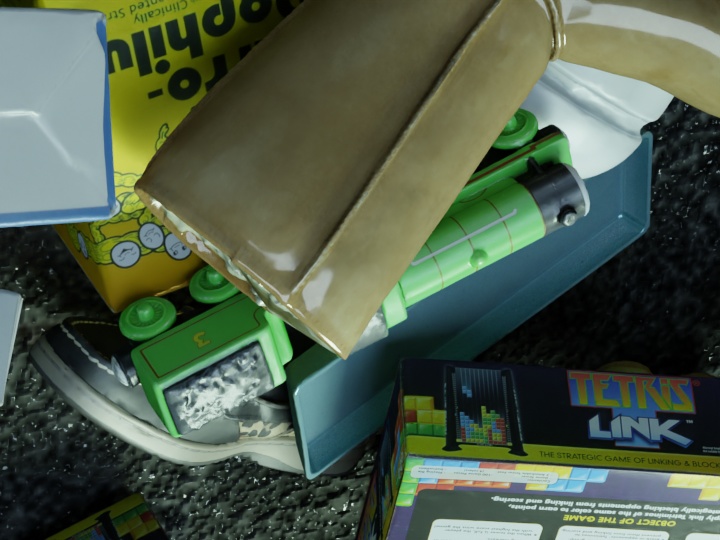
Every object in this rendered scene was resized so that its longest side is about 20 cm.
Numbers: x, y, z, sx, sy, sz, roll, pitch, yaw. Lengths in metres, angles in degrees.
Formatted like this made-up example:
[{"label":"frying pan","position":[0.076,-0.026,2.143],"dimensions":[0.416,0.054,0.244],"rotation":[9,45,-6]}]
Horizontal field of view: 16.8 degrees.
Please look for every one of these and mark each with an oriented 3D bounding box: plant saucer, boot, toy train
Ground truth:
[{"label":"plant saucer","position":[0.047,0.010,1.038],"dimensions":[0.200,0.019,0.070],"rotation":[-35,148,-20]},{"label":"boot","position":[0.044,-0.051,0.887],"dimensions":[0.175,0.066,0.200],"rotation":[39,78,-6]},{"label":"toy train","position":[0.000,0.000,0.920],"dimensions":[0.200,0.056,0.042],"rotation":[-28,131,-12]},{"label":"boot","position":[-0.034,0.008,1.019],"dimensions":[0.200,0.073,0.151],"rotation":[17,112,-49]}]

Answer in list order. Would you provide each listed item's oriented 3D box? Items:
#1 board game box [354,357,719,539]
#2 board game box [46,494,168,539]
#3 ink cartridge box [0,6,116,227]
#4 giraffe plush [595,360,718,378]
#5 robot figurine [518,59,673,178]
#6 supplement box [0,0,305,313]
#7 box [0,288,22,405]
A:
[{"label":"board game box","position":[0.102,0.115,1.061],"dimensions":[0.199,0.057,0.166],"rotation":[5,139,-8]},{"label":"board game box","position":[-0.156,0.216,1.098],"dimensions":[0.200,0.057,0.166],"rotation":[-27,126,-11]},{"label":"ink cartridge box","position":[-0.200,-0.052,0.840],"dimensions":[0.136,0.200,0.077],"rotation":[-5,97,-48]},{"label":"giraffe plush","position":[0.195,0.090,1.164],"dimensions":[0.162,0.173,0.200],"rotation":[-14,168,9]},{"label":"robot figurine","position":[0.094,-0.120,0.999],"dimensions":[0.169,0.113,0.200],"rotation":[18,110,-54]},{"label":"supplement box","position":[-0.081,-0.106,0.917],"dimensions":[0.109,0.110,0.201],"rotation":[-21,126,-15]},{"label":"box","position":[-0.223,0.015,0.814],"dimensions":[0.155,0.200,0.041],"rotation":[14,78,-30]}]
